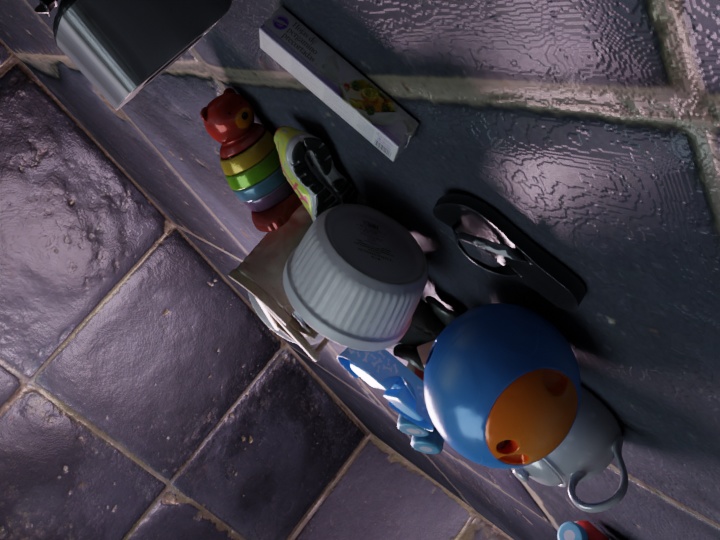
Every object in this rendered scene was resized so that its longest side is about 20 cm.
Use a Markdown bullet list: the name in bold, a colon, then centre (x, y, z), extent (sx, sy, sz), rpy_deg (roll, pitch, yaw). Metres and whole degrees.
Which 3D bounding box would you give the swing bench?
- **swing bench**: centre (-0.086, 0.008, 1.200), extent (0.129, 0.200, 0.201), rpy_deg (30, 163, 33)

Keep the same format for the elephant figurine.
- **elephant figurine**: centre (0.108, 0.095, 1.132), extent (0.197, 0.156, 0.143), rpy_deg (30, 132, 4)

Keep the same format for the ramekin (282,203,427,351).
- **ramekin**: centre (0.000, 0.000, 0.969), extent (0.199, 0.200, 0.106), rpy_deg (38, 126, 12)

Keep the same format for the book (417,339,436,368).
- **book**: centre (0.173, 0.148, 1.076), extent (0.201, 0.131, 0.049), rpy_deg (60, -171, -52)

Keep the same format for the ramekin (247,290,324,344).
- **ramekin**: centre (-0.119, 0.038, 1.402), extent (0.198, 0.098, 0.203), rpy_deg (30, -147, -22)

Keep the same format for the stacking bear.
- **stacking bear**: centre (-0.169, -0.178, 1.083), extent (0.113, 0.121, 0.202), rpy_deg (9, 136, 51)

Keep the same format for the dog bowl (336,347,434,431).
- **dog bowl**: centre (0.052, 0.180, 1.133), extent (0.199, 0.050, 0.111), rpy_deg (42, 163, -13)

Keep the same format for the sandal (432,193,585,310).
- **sandal**: centre (0.159, -0.019, 0.783), extent (0.199, 0.043, 0.076), rpy_deg (38, 165, 18)

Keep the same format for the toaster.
- **toaster**: centre (-0.255, -0.286, 0.798), extent (0.119, 0.200, 0.180), rpy_deg (50, 163, -19)

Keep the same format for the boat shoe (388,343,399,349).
- **boat shoe**: centre (0.057, 0.097, 1.281), extent (0.198, 0.066, 0.072), rpy_deg (12, -144, -48)

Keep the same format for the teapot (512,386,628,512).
- **teapot**: centre (0.280, 0.251, 1.040), extent (0.196, 0.147, 0.200), rpy_deg (40, 165, 4)

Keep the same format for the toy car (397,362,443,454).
- **toy car**: centre (0.186, 0.223, 1.259), extent (0.195, 0.188, 0.178), rpy_deg (1, 148, 23)

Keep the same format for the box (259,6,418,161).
- **box**: centre (-0.024, -0.200, 0.753), extent (0.199, 0.039, 0.042), rpy_deg (41, 164, 5)

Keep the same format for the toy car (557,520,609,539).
- **toy car**: centre (0.548, 0.635, 1.504), extent (0.196, 0.181, 0.184), rpy_deg (-11, 150, 31)

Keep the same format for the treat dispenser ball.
- **treat dispenser ball**: centre (0.178, 0.145, 0.888), extent (0.200, 0.202, 0.201), rpy_deg (38, 166, 12)

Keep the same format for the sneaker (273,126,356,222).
- **sneaker**: centre (-0.068, -0.134, 1.017), extent (0.090, 0.078, 0.202), rpy_deg (41, 162, 37)
